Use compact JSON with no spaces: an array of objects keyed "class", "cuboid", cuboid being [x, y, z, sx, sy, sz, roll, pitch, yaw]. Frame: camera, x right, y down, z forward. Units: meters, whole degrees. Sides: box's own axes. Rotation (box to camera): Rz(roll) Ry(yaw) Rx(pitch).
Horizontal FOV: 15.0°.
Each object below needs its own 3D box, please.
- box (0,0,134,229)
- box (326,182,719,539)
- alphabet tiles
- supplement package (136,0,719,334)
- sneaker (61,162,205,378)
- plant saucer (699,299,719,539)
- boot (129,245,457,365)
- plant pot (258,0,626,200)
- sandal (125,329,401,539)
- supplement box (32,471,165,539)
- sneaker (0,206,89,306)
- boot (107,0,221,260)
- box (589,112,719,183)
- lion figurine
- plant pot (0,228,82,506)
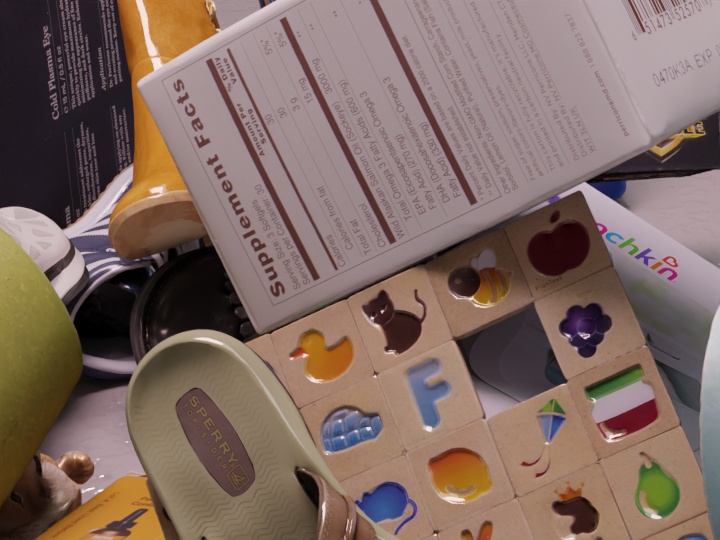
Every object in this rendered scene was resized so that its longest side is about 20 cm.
[{"class":"box","cuboid":[-0.218,-0.082,1.521,0.104,0.200,0.182,8,25,28]},{"class":"box","cuboid":[0.105,0.076,1.107,0.200,0.097,0.176,35,40,24]},{"class":"alphabet tiles","cuboid":[0.023,0.084,1.023,0.200,0.167,0.008,-25,-21,10]},{"class":"supplement package","cuboid":[0.035,-0.074,1.079,0.200,0.117,0.117,-25,2,35]},{"class":"sneaker","cuboid":[-0.113,-0.003,1.469,0.200,0.070,0.108,-33,28,-35]},{"class":"plant saucer","cuboid":[0.199,0.074,1.026,0.036,0.200,0.200,-12,13,41]},{"class":"boot","cuboid":[0.000,0.000,1.368,0.174,0.069,0.200,-13,10,45]},{"class":"plant pot","cuboid":[0.037,-0.138,1.613,0.180,0.200,0.200,-15,23,-3]},{"class":"sandal","cuboid":[-0.028,0.103,0.998,0.080,0.057,0.201,-42,67,3]},{"class":"supplement box","cuboid":[-0.121,0.151,1.098,0.066,0.069,0.200,3,25,34]},{"class":"sneaker","cuboid":[-0.189,-0.026,1.336,0.076,0.115,0.201,-20,16,3]},{"class":"boot","cuboid":[-0.101,-0.083,1.402,0.071,0.144,0.201,-19,-5,12]},{"class":"box","cuboid":[0.074,-0.064,1.360,0.200,0.050,0.199,-3,1,3]},{"class":"lion figurine","cuboid":[-0.202,0.107,1.250,0.200,0.073,0.123,-10,25,30]},{"class":"plant pot","cuboid":[-0.215,0.067,1.110,0.200,0.187,0.187,-38,36,-28]}]
